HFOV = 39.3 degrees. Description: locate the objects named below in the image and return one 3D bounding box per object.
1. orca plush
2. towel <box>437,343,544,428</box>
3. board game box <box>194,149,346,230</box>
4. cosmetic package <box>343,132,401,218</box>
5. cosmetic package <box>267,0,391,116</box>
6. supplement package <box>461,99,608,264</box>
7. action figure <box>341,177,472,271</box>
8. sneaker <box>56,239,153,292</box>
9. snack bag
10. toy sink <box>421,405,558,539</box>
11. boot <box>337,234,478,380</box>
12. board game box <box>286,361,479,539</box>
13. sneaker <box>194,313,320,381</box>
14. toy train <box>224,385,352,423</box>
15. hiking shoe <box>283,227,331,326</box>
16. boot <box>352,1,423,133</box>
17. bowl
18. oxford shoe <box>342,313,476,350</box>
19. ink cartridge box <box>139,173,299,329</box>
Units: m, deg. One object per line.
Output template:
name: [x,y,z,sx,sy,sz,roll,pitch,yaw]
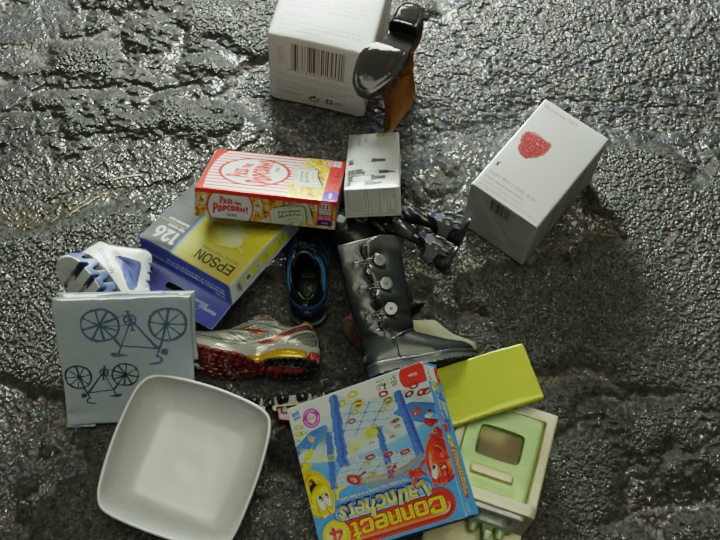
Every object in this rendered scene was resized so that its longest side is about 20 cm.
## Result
orca plush: [0.000,0.000,1.461,0.071,0.105,0.201,-35,97,-49]
towel: [0.133,0.163,1.325,0.199,0.018,0.086,-18,60,0]
board game box: [-0.126,-0.119,1.454,0.199,0.047,0.152,5,28,1]
cosmetic package: [0.020,-0.147,1.506,0.082,0.051,0.200,-2,30,2]
cosmetic package: [-0.046,-0.388,1.618,0.164,0.165,0.201,14,64,3]
supplement package: [0.264,-0.136,1.534,0.121,0.120,0.200,35,67,15]
action figure: [0.061,-0.081,1.522,0.199,0.070,0.130,25,56,5]
sneaker: [-0.319,0.029,1.420,0.200,0.080,0.115,50,44,-8]
snack bag: [-0.311,0.122,1.363,0.187,0.201,0.021,-2,21,-5]
toy sink: [0.169,0.278,1.328,0.130,0.112,0.201,18,64,6]
boot: [0.062,0.046,1.387,0.164,0.066,0.201,-5,63,-20]
board game box: [0.025,0.241,1.274,0.199,0.056,0.197,-22,72,17]
sneaker: [-0.156,0.106,1.426,0.199,0.078,0.083,5,52,-7]
toy train: [-0.098,0.192,1.403,0.199,0.034,0.046,-4,76,-6]
hiking shoe: [-0.075,-0.021,1.477,0.074,0.087,0.201,-5,64,-6]
boot: [0.039,-0.283,1.551,0.068,0.200,0.189,17,60,8]
bowl: [-0.227,0.251,1.328,0.199,0.075,0.201,18,76,5]
oxford shoe: [0.072,0.101,1.444,0.199,0.071,0.074,24,50,2]
ink cartridge box: [-0.223,-0.035,1.468,0.197,0.047,0.200,26,62,31]
